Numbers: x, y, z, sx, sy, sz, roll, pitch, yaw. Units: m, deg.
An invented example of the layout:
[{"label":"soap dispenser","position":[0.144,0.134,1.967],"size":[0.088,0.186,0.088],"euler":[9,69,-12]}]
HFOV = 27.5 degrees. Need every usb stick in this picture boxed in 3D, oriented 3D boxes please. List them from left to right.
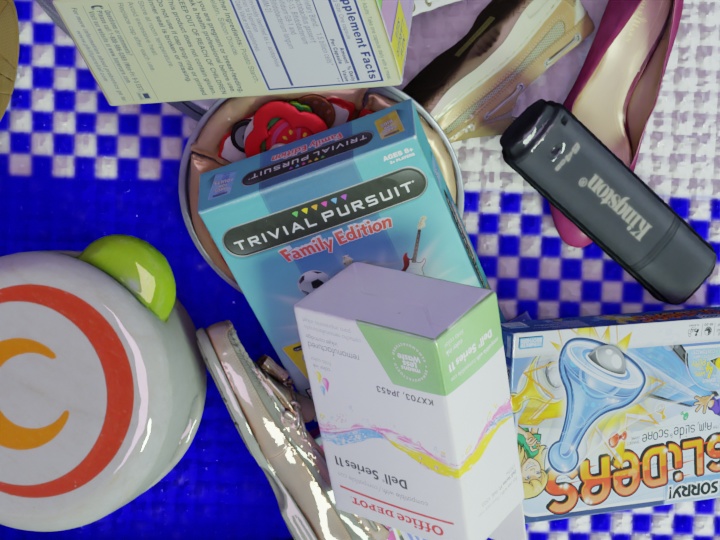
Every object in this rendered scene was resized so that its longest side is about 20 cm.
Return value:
[{"label":"usb stick","position":[0.175,-0.044,1.021],"size":[0.055,0.033,0.200],"euler":[-45,120,13]}]

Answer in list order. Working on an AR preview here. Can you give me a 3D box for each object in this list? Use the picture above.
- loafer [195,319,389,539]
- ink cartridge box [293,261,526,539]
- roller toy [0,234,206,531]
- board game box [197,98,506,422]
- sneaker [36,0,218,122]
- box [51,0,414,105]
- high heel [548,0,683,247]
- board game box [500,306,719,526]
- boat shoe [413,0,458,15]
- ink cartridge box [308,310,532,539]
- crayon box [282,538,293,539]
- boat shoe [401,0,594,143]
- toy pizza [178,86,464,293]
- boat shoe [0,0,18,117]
[{"label":"loafer","position":[-0.046,0.117,1.021],"size":[0.063,0.072,0.201],"euler":[-27,101,-5]},{"label":"ink cartridge box","position":[0.036,0.104,0.948],"size":[0.117,0.067,0.201],"euler":[12,125,37]},{"label":"roller toy","position":[-0.205,0.078,1.007],"size":[0.198,0.140,0.184],"euler":[-11,90,8]},{"label":"board game box","position":[0.000,0.000,0.991],"size":[0.150,0.047,0.201],"euler":[-19,126,11]},{"label":"sneaker","position":[-0.132,-0.160,1.029],"size":[0.199,0.073,0.071],"euler":[32,78,-10]},{"label":"box","position":[-0.068,-0.206,0.927],"size":[0.198,0.097,0.177],"euler":[-2,54,16]},{"label":"high heel","position":[0.175,-0.112,1.021],"size":[0.067,0.096,0.202],"euler":[9,95,-3]},{"label":"board game box","position":[0.181,0.099,1.031],"size":[0.199,0.034,0.136],"euler":[-4,102,-24]},{"label":"boat shoe","position":[0.004,-0.172,1.008],"size":[0.199,0.071,0.070],"euler":[-29,109,-16]},{"label":"ink cartridge box","position":[0.065,0.129,1.070],"size":[0.199,0.042,0.120],"euler":[-30,96,0]},{"label":"crayon box","position":[-0.091,0.305,1.075],"size":[0.126,0.051,0.202],"euler":[-6,95,-1]},{"label":"boat shoe","position":[0.085,-0.120,1.035],"size":[0.200,0.072,0.076],"euler":[-43,112,6]},{"label":"toy pizza","position":[-0.028,-0.045,1.011],"size":[0.199,0.032,0.201],"euler":[2,123,3]},{"label":"boat shoe","position":[-0.295,-0.105,1.014],"size":[0.069,0.071,0.201],"euler":[11,81,23]}]
